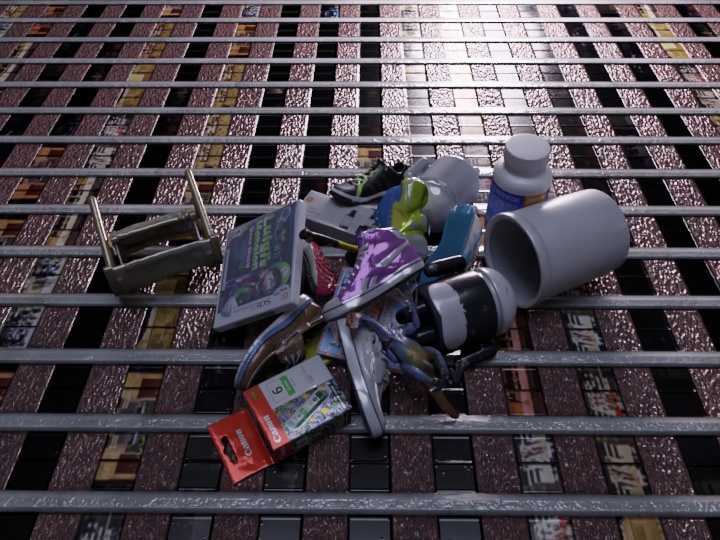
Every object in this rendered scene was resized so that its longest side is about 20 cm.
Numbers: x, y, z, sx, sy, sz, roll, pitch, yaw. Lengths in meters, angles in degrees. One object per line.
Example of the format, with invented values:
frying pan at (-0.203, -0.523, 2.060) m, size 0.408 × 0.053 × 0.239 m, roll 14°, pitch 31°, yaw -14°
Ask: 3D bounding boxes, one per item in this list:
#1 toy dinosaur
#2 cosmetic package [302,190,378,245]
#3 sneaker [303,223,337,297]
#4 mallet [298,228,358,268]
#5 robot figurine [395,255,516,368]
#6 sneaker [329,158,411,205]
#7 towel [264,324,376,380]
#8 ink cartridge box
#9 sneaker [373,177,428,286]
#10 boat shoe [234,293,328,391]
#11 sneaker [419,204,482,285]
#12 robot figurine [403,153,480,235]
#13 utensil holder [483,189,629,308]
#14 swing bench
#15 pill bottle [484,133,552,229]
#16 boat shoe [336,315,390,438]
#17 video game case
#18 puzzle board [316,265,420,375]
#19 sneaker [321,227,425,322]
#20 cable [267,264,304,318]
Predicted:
toy dinosaur at (0.057, 0.130, 0.963) m, size 0.180 × 0.202 × 0.105 m, roll 21°, pitch 36°, yaw 37°
cosmetic package at (-0.030, -0.093, 1.259) m, size 0.198 × 0.051 × 0.083 m, roll 19°, pitch 48°, yaw 17°
sneaker at (-0.104, -0.019, 1.180) m, size 0.074 × 0.081 × 0.201 m, roll -35°, pitch 46°, yaw 5°
mallet at (-0.046, -0.040, 1.128) m, size 0.199 × 0.066 × 0.041 m, roll 7°, pitch 51°, yaw -49°
robot figurine at (0.161, 0.069, 1.056) m, size 0.198 × 0.152 × 0.125 m, roll -17°, pitch 32°, yaw -15°
sneaker at (0.021, -0.189, 1.297) m, size 0.199 × 0.084 × 0.072 m, roll -14°, pitch 30°, yaw -36°
towel at (-0.077, 0.130, 1.073) m, size 0.199 × 0.018 × 0.086 m, roll -26°, pitch 57°, yaw -23°
ink cartridge box at (-0.123, 0.221, 0.955) m, size 0.199 × 0.051 × 0.109 m, roll -24°, pitch 56°, yaw -22°
sneaker at (0.071, -0.070, 1.177) m, size 0.105 × 0.075 × 0.202 m, roll -1°, pitch 74°, yaw 52°
boat shoe at (-0.121, 0.122, 1.018) m, size 0.072 × 0.072 × 0.200 m, roll 32°, pitch 58°, yaw 11°
sneaker at (0.175, -0.019, 1.169) m, size 0.076 × 0.081 × 0.201 m, roll 12°, pitch 66°, yaw 38°
robot figurine at (0.164, -0.153, 1.271) m, size 0.169 × 0.113 × 0.200 m, roll 41°, pitch 55°, yaw 4°
utensil holder at (0.348, -0.045, 1.133) m, size 0.198 × 0.171 × 0.170 m, roll -19°, pitch 49°, yaw -20°
swing bench at (-0.375, -0.055, 1.176) m, size 0.197 × 0.130 × 0.201 m, roll -17°, pitch 54°, yaw -17°
pill bottle at (0.302, -0.152, 1.209) m, size 0.111 × 0.201 × 0.113 m, roll 0°, pitch 46°, yaw 0°
boat shoe at (0.015, 0.157, 0.986) m, size 0.065 × 0.074 × 0.202 m, roll -14°, pitch 64°, yaw -6°
video game case at (-0.173, -0.008, 1.091) m, size 0.181 × 0.023 × 0.202 m, roll -19°, pitch 54°, yaw 31°
puzzle board at (0.020, 0.079, 1.102) m, size 0.149 × 0.017 × 0.201 m, roll 12°, pitch 49°, yaw 4°
sneaker at (0.000, 0.000, 1.072) m, size 0.200 × 0.073 × 0.115 m, roll -32°, pitch 84°, yaw -20°
cable at (-0.171, 0.006, 1.124) m, size 0.163 × 0.051 × 0.201 m, roll -39°, pitch 49°, yaw 9°
